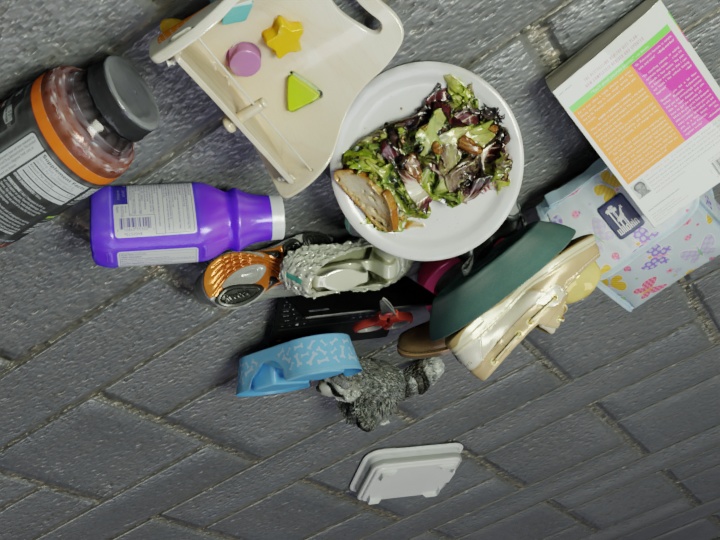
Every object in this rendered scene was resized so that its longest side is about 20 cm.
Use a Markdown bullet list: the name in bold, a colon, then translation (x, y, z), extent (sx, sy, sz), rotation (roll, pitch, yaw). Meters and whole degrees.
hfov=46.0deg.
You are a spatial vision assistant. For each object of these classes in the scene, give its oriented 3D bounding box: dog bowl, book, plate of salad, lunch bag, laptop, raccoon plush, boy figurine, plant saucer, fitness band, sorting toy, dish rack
- **dog bowl**: translation (-0.086, 0.126, 1.124), extent (0.198, 0.051, 0.110), rotation (-20, 163, 41)
- **book**: translation (0.302, -0.157, 0.869), extent (0.133, 0.048, 0.200), rotation (-36, 111, 20)
- **plate of salad**: translation (0.065, -0.104, 0.848), extent (0.196, 0.048, 0.204), rotation (2, 108, 5)
- **lunch bag**: translation (0.327, -0.063, 1.013), extent (0.169, 0.129, 0.199), rotation (-36, 130, 26)
- **laptop**: translation (-0.013, 0.071, 1.073), extent (0.174, 0.104, 0.202), rotation (-5, 141, -19)
- **raccoon plush**: translation (0.025, 0.135, 1.228), extent (0.199, 0.096, 0.136), rotation (-35, 139, -25)
- **boy figurine**: translation (0.188, 0.040, 0.996), extent (0.199, 0.065, 0.124), rotation (-38, 166, 31)
- **plant saucer**: translation (0.146, 0.003, 0.935), extent (0.199, 0.036, 0.200), rotation (-38, -179, 0)
- **fitness band**: translation (0.156, 0.025, 1.139), extent (0.142, 0.038, 0.200), rotation (-23, 142, 12)
- **sorting toy**: translation (-0.057, -0.193, 0.731), extent (0.178, 0.108, 0.200), rotation (-32, 141, 10)
- **dish rack**: translation (0.089, 0.385, 1.586), extent (0.196, 0.044, 0.173), rotation (-2, 141, -19)

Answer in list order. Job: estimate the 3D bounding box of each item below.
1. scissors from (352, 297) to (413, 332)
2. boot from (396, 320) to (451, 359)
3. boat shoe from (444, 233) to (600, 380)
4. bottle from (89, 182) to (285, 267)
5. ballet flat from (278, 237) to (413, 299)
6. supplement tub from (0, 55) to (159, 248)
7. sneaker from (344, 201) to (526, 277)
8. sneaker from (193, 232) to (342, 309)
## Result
- **scissors**: translation (0.037, 0.046, 0.957), extent (0.072, 0.014, 0.200), rotation (-5, 166, -10)
- **boot**: translation (0.131, 0.056, 1.109), extent (0.197, 0.074, 0.076), rotation (-20, 117, 16)
- **boat shoe**: translation (0.184, 0.040, 0.911), extent (0.199, 0.070, 0.074), rotation (-38, 180, -3)
- **bottle**: translation (-0.178, -0.050, 0.880), extent (0.196, 0.085, 0.066), rotation (-5, 143, -15)
- **ballet flat**: translation (0.000, 0.000, 0.977), extent (0.197, 0.072, 0.072), rotation (-12, 148, -34)
- **supplement tub**: translation (-0.275, -0.108, 0.750), extent (0.198, 0.108, 0.107), rotation (-28, 142, 16)
- **sneaker**: translation (0.085, -0.046, 0.928), extent (0.197, 0.142, 0.078), rotation (-20, 144, 6)
- **sneaker**: translation (-0.106, 0.002, 1.002), extent (0.197, 0.077, 0.092), rotation (-6, 177, -31)
